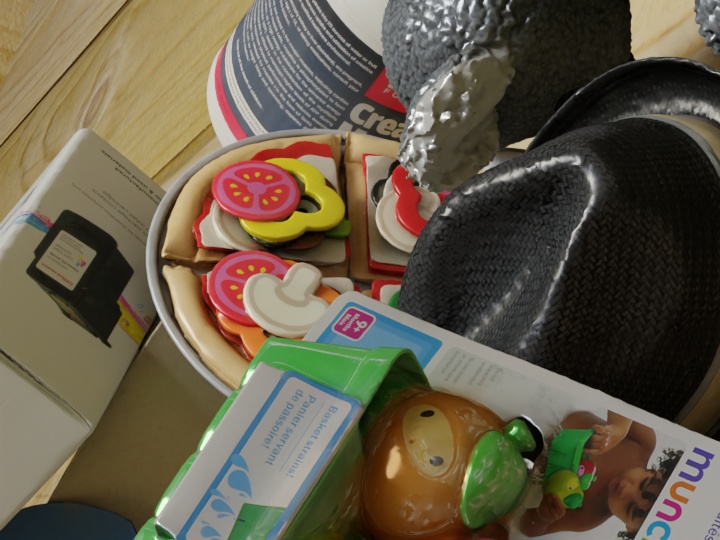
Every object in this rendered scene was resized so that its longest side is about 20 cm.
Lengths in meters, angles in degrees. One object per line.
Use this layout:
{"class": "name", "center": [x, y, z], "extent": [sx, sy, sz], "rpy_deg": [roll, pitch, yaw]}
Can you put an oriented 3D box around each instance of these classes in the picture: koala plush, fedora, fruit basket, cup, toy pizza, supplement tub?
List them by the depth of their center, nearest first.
{"class": "fruit basket", "center": [0.022, 0.106, 0.873], "extent": [0.199, 0.094, 0.186], "rpy_deg": [21, 67, 35]}
{"class": "fedora", "center": [0.080, 0.010, 0.969], "extent": [0.200, 0.091, 0.202], "rpy_deg": [-7, 81, 50]}
{"class": "koala plush", "center": [0.079, -0.135, 1.094], "extent": [0.200, 0.183, 0.178], "rpy_deg": [-50, 20, 24]}
{"class": "toy pizza", "center": [0.000, 0.000, 1.156], "extent": [0.032, 0.199, 0.201], "rpy_deg": [109, 172, -45]}
{"class": "cup", "center": [-0.049, 0.092, 1.231], "extent": [0.201, 0.143, 0.200], "rpy_deg": [-56, -3, -4]}
{"class": "supplement tub", "center": [0.013, -0.134, 1.402], "extent": [0.200, 0.140, 0.141], "rpy_deg": [-50, 23, 43]}

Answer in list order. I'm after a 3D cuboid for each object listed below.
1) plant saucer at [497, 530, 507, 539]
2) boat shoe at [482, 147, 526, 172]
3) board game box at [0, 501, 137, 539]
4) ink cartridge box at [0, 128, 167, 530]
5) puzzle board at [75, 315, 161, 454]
{"class": "plant saucer", "center": [0.046, 0.172, 0.896], "extent": [0.199, 0.038, 0.201], "rpy_deg": [-15, 49, 18]}
{"class": "boat shoe", "center": [0.096, -0.018, 1.109], "extent": [0.200, 0.072, 0.062], "rpy_deg": [-156, 77, -78]}
{"class": "board game box", "center": [-0.122, 0.206, 1.167], "extent": [0.158, 0.039, 0.201], "rpy_deg": [-38, 71, 27]}
{"class": "ink cartridge box", "center": [-0.169, 0.044, 1.182], "extent": [0.146, 0.083, 0.200], "rpy_deg": [-45, 11, 28]}
{"class": "puzzle board", "center": [-0.094, 0.023, 1.334], "extent": [0.151, 0.017, 0.200], "rpy_deg": [-58, -3, 35]}
